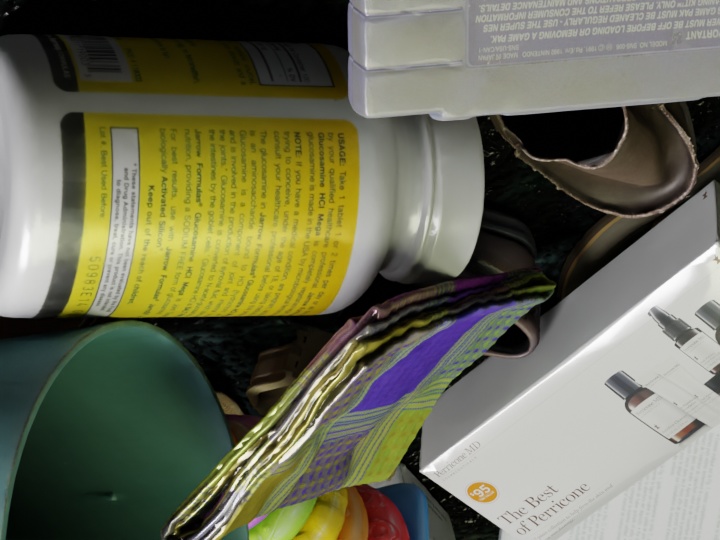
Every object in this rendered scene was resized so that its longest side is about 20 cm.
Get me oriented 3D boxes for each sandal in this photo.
[{"bbox_3d":[0.167,-0.010,1.217,0.080,0.054,0.200,15,143,-36],"label":"sandal"}]

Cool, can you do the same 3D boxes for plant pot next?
[{"bbox_3d":[-0.162,0.124,1.058,0.160,0.202,0.201,-3,152,25],"label":"plant pot"}]

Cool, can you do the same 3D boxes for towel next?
[{"bbox_3d":[0.003,0.059,1.090,0.144,0.023,0.200,-49,165,22],"label":"towel"}]

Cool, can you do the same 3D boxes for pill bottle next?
[{"bbox_3d":[-0.056,-0.037,1.042,0.198,0.113,0.113,0,144,-20],"label":"pill bottle"}]

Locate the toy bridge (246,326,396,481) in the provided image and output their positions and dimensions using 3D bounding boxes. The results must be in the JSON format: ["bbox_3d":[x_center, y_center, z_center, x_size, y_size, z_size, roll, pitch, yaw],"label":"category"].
[{"bbox_3d":[-0.020,0.064,1.242,0.067,0.027,0.200,16,166,10],"label":"toy bridge"}]

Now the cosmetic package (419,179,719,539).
[{"bbox_3d":[0.123,0.050,1.203,0.082,0.051,0.200,36,124,-20],"label":"cosmetic package"}]

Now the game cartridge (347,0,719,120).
[{"bbox_3d":[0.092,-0.126,0.984,0.198,0.038,0.131,-5,115,-14],"label":"game cartridge"}]

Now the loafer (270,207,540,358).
[{"bbox_3d":[0.000,0.000,1.162,0.199,0.063,0.072,7,142,-29],"label":"loafer"}]

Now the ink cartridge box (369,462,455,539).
[{"bbox_3d":[-0.007,0.227,1.368,0.144,0.201,0.084,-23,146,13],"label":"ink cartridge box"}]

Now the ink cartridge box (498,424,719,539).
[{"bbox_3d":[0.172,0.128,1.304,0.198,0.047,0.161,11,123,8],"label":"ink cartridge box"}]

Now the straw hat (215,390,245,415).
[{"bbox_3d":[-0.138,0.144,1.282,0.085,0.202,0.201,17,156,24],"label":"straw hat"}]

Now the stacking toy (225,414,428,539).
[{"bbox_3d":[-0.053,0.109,1.224,0.115,0.110,0.200,-14,136,21],"label":"stacking toy"}]

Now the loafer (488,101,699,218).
[{"bbox_3d":[0.088,-0.065,1.094,0.073,0.071,0.200,-29,144,21],"label":"loafer"}]

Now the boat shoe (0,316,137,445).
[{"bbox_3d":[-0.184,0.046,1.153,0.199,0.076,0.072,-34,140,24],"label":"boat shoe"}]
